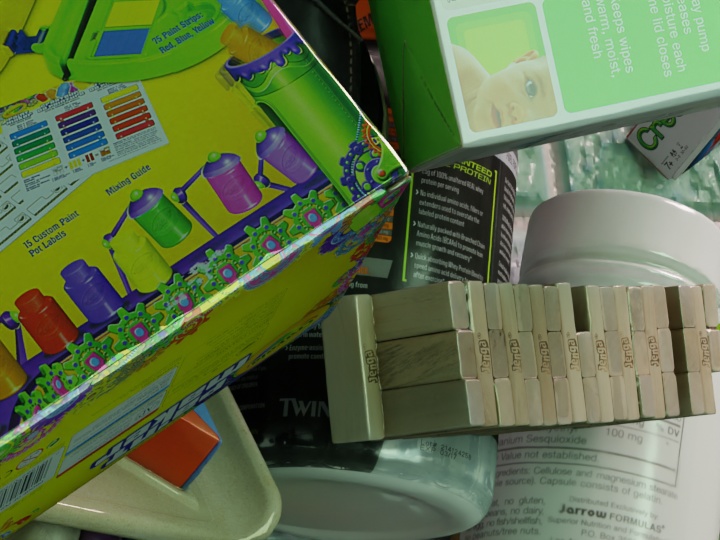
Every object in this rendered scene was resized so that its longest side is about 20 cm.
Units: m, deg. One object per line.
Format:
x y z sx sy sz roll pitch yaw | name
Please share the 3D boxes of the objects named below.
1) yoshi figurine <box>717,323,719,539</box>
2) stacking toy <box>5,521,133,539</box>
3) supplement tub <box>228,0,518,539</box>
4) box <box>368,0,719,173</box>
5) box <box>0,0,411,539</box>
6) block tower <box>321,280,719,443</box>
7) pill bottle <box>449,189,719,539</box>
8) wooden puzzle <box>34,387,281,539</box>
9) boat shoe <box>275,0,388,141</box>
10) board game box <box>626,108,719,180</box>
0.180 0.123 1.286 0.112 0.112 0.201 41 51 -47 | yoshi figurine
-0.070 0.125 1.069 0.200 0.085 0.086 28 62 -39 | stacking toy
0.000 0.000 1.131 0.122 0.122 0.201 21 66 -37 | supplement tub
0.087 -0.154 1.060 0.176 0.097 0.201 -11 89 -12 | box
-0.129 -0.030 0.868 0.200 0.122 0.193 -33 79 -24 | box
0.067 0.034 1.065 0.200 0.058 0.054 0 82 -53 | block tower
0.102 0.074 1.212 0.114 0.114 0.201 27 62 -35 | pill bottle
-0.132 0.012 0.996 0.200 0.046 0.186 11 37 -38 | wooden puzzle
-0.034 -0.102 1.081 0.062 0.074 0.201 74 7 -59 | boat shoe
0.214 -0.135 1.314 0.035 0.200 0.126 46 47 9 | board game box
